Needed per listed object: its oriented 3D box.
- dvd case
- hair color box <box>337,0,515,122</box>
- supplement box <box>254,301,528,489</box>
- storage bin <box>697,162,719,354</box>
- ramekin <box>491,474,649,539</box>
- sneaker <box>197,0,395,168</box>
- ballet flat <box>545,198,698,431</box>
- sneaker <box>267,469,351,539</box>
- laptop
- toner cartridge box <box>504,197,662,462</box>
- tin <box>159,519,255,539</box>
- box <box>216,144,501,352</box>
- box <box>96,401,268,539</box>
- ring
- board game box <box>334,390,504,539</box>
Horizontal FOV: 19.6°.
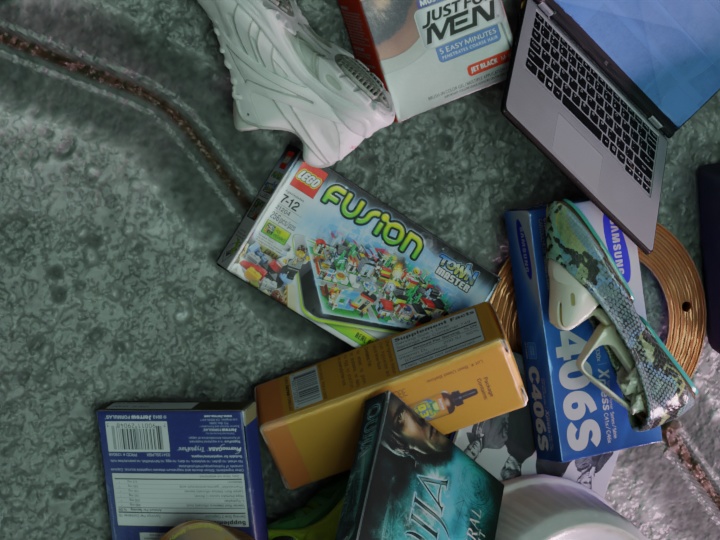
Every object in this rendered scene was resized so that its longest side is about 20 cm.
[{"bbox_3d":[0.126,0.173,1.666,0.150,0.025,0.200,21,85,-23],"label":"dvd case"},{"bbox_3d":[0.038,-0.226,1.577,0.111,0.064,0.200,-23,105,-13],"label":"hair color box"},{"bbox_3d":[0.023,0.095,1.599,0.200,0.069,0.067,-19,119,5],"label":"supplement box"},{"bbox_3d":[0.354,-0.008,1.691,0.134,0.146,0.200,-8,103,-6],"label":"storage bin"},{"bbox_3d":[0.151,0.266,1.619,0.202,0.094,0.203,-2,95,-24],"label":"ramekin"},{"bbox_3d":[-0.074,-0.152,1.539,0.200,0.078,0.099,45,110,1],"label":"sneaker"},{"bbox_3d":[0.184,0.041,1.592,0.074,0.074,0.200,-37,102,-8],"label":"ballet flat"},{"bbox_3d":[-0.023,0.208,1.630,0.200,0.084,0.074,-30,90,10],"label":"sneaker"},{"bbox_3d":[0.221,-0.156,1.605,0.187,0.116,0.200,41,44,-29],"label":"laptop"},{"bbox_3d":[0.176,0.045,1.647,0.095,0.043,0.200,-10,94,-24],"label":"toner cartridge box"},{"bbox_3d":[-0.083,0.258,1.503,0.042,0.200,0.112,15,104,-50],"label":"tin"},{"bbox_3d":[0.000,0.000,1.622,0.200,0.035,0.110,31,89,-21],"label":"box"},{"bbox_3d":[-0.131,0.198,1.588,0.121,0.032,0.200,-1,102,17],"label":"box"},{"bbox_3d":[0.190,0.046,1.703,0.200,0.019,0.201,-3,100,-17],"label":"ring"},{"bbox_3d":[0.039,0.203,1.513,0.135,0.028,0.200,41,42,-28],"label":"board game box"}]
